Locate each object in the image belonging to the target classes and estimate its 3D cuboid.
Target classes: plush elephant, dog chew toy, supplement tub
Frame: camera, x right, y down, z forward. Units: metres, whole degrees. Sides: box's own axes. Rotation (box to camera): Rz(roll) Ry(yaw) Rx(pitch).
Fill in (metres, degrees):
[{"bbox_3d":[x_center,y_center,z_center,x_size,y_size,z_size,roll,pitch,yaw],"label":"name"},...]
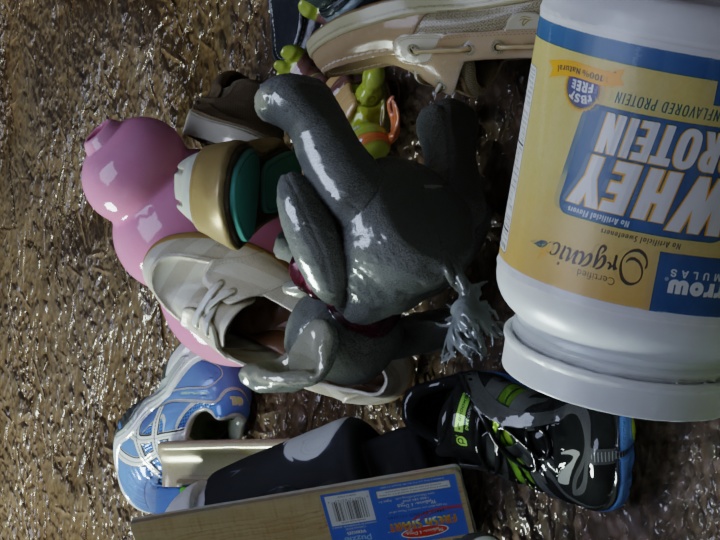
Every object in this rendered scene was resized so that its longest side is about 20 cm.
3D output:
[{"bbox_3d":[0.000,0.000,1.261,0.155,0.164,0.201,-42,62,40],"label":"plush elephant"},{"bbox_3d":[-0.115,-0.027,1.442,0.124,0.200,0.125,-39,19,16],"label":"dog chew toy"},{"bbox_3d":[0.146,-0.039,1.022,0.145,0.144,0.201,30,115,57],"label":"supplement tub"}]

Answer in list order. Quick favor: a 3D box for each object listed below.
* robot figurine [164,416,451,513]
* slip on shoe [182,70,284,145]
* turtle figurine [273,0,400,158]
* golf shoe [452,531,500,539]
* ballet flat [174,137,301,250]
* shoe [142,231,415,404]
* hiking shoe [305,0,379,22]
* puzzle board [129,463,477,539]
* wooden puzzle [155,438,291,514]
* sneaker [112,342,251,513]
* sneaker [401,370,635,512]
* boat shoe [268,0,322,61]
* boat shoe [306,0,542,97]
[{"bbox_3d":[-0.034,0.171,1.310,0.151,0.199,0.125,59,-164,-28],"label":"robot figurine"},{"bbox_3d":[-0.085,-0.110,1.493,0.061,0.076,0.200,-61,10,2],"label":"slip on shoe"},{"bbox_3d":[-0.006,-0.123,1.382,0.161,0.064,0.200,-112,27,-48],"label":"turtle figurine"},{"bbox_3d":[0.112,0.232,1.154,0.094,0.078,0.201,-42,65,48],"label":"golf shoe"},{"bbox_3d":[-0.086,-0.050,1.302,0.200,0.063,0.069,-23,-64,-79],"label":"ballet flat"},{"bbox_3d":[-0.058,0.032,1.357,0.070,0.199,0.053,-68,-10,18],"label":"shoe"},{"bbox_3d":[-0.003,-0.255,1.309,0.074,0.087,0.201,-26,41,51],"label":"hiking shoe"},{"bbox_3d":[-0.023,0.190,1.238,0.017,0.199,0.151,-87,-15,-59],"label":"puzzle board"},{"bbox_3d":[-0.090,0.223,1.488,0.185,0.046,0.201,-5,86,42],"label":"wooden puzzle"},{"bbox_3d":[-0.140,0.132,1.600,0.200,0.075,0.077,119,145,-42],"label":"sneaker"},{"bbox_3d":[0.089,0.096,1.182,0.199,0.082,0.071,11,98,60],"label":"sneaker"},{"bbox_3d":[-0.053,-0.237,1.474,0.075,0.062,0.201,9,99,59],"label":"boat shoe"},{"bbox_3d":[0.054,-0.134,1.216,0.199,0.071,0.065,-10,92,36],"label":"boat shoe"}]
